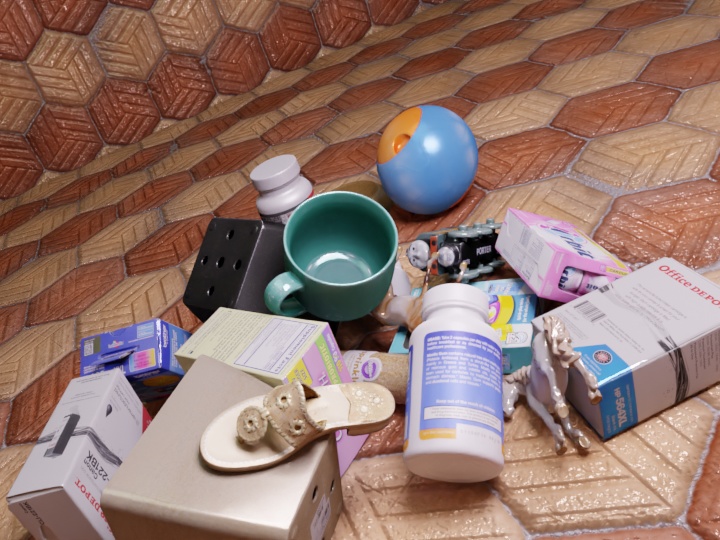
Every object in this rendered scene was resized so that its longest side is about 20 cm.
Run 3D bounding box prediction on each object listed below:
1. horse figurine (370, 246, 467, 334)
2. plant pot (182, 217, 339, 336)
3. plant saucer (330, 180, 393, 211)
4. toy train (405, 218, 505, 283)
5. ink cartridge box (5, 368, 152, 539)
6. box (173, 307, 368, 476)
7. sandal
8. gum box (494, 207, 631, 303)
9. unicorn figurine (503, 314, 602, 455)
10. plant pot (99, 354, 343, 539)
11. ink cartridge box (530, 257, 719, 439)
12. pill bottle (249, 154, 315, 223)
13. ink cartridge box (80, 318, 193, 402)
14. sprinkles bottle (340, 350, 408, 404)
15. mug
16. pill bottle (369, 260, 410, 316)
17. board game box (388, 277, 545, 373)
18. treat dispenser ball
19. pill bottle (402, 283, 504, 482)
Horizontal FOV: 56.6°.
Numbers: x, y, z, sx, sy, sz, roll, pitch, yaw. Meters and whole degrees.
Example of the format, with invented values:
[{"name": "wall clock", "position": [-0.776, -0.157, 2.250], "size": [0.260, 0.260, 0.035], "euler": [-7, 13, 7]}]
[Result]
[{"name": "horse figurine", "position": [0.063, 0.036, 0.938], "size": [0.197, 0.050, 0.136], "euler": [12, 77, 38]}, {"name": "plant pot", "position": [-0.146, 0.019, 1.009], "size": [0.196, 0.176, 0.205], "euler": [7, 73, 43]}, {"name": "plant saucer", "position": [-0.024, -0.144, 1.437], "size": [0.195, 0.036, 0.202], "euler": [-16, 30, 9]}, {"name": "toy train", "position": [0.152, -0.032, 1.038], "size": [0.112, 0.088, 0.198], "euler": [2, 10, 34]}, {"name": "ink cartridge box", "position": [-0.346, 0.254, 0.868], "size": [0.082, 0.147, 0.202], "euler": [-14, 32, 11]}, {"name": "box", "position": [-0.109, 0.154, 0.850], "size": [0.196, 0.179, 0.097], "euler": [5, 38, 38]}, {"name": "sandal", "position": [-0.056, 0.132, 0.663], "size": [0.207, 0.071, 0.078], "euler": [-6, 45, -25]}, {"name": "gum box", "position": [0.274, -0.017, 0.923], "size": [0.111, 0.068, 0.201], "euler": [13, 20, -11]}, {"name": "unicorn figurine", "position": [0.205, 0.132, 0.747], "size": [0.072, 0.204, 0.139], "euler": [1, 37, -19]}, {"name": "plant pot", "position": [-0.122, 0.242, 0.709], "size": [0.172, 0.204, 0.201], "euler": [7, 37, 17]}, {"name": "ink cartridge box", "position": [0.323, 0.083, 0.779], "size": [0.196, 0.086, 0.146], "euler": [-23, 28, -5]}, {"name": "pill bottle", "position": [-0.132, -0.106, 1.272], "size": [0.113, 0.204, 0.117], "euler": [-15, 29, 9]}, {"name": "ink cartridge box", "position": [-0.321, 0.136, 0.998], "size": [0.133, 0.200, 0.078], "euler": [-15, 67, 12]}, {"name": "sprinkles bottle", "position": [0.025, 0.143, 0.894], "size": [0.196, 0.069, 0.069], "euler": [-1, 34, 33]}, {"name": "mug", "position": [-0.043, -0.009, 0.896], "size": [0.180, 0.116, 0.155], "euler": [-7, 56, -8]}, {"name": "pill bottle", "position": [0.000, 0.000, 1.101], "size": [0.111, 0.115, 0.200], "euler": [-28, 29, -14]}, {"name": "board game box", "position": [0.152, 0.078, 0.939], "size": [0.195, 0.048, 0.152], "euler": [-6, 32, 25]}, {"name": "treat dispenser ball", "position": [0.127, -0.211, 1.279], "size": [0.196, 0.205, 0.202], "euler": [-15, 29, 9]}, {"name": "pill bottle", "position": [0.107, 0.123, 0.757], "size": [0.109, 0.112, 0.204], "euler": [-7, 56, 22]}]
